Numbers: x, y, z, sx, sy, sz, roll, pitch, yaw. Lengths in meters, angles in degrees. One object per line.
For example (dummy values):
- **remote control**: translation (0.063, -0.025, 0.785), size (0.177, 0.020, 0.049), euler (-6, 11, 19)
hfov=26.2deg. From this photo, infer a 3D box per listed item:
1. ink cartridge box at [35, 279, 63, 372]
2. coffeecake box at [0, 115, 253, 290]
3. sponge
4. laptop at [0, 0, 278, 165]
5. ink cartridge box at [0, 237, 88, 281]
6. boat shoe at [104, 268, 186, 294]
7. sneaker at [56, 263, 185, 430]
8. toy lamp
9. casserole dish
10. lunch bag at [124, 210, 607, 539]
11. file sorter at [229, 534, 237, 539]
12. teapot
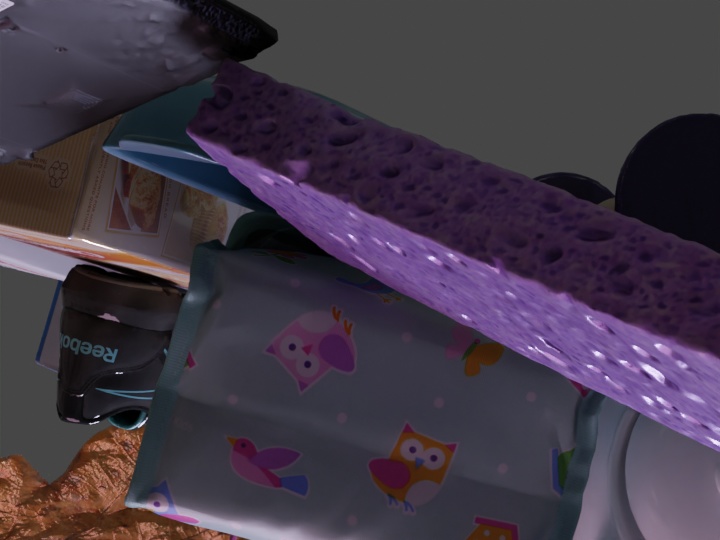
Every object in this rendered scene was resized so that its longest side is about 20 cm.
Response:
- **ink cartridge box**: translation (-0.118, 0.036, 1.210), size (0.144, 0.148, 0.200), euler (11, 174, 39)
- **coffeecake box**: translation (-0.121, -0.038, 0.781), size (0.153, 0.073, 0.200), euler (11, 174, 36)
- **sponge**: translation (0.047, 0.001, 0.456), size (0.200, 0.030, 0.112), euler (25, 170, 37)
- **laptop**: translation (-0.159, -0.107, 0.474), size (0.199, 0.104, 0.177), euler (-19, 158, 31)
- **ink cartridge box**: translation (-0.255, -0.058, 0.915), size (0.199, 0.084, 0.145), euler (14, 175, 23)
- **boat shoe**: translation (-0.118, 0.045, 0.982), size (0.068, 0.074, 0.200), euler (34, 163, 46)
- **sneaker**: translation (-0.115, 0.047, 0.846), size (0.075, 0.080, 0.200), euler (13, 177, 19)
- **toy lamp**: translation (0.084, -0.014, 0.533), size (0.058, 0.059, 0.200), euler (15, 173, -6)
- **casserole dish**: translation (-0.013, -0.040, 0.637), size (0.121, 0.039, 0.200), euler (11, 175, 40)
- **lunch bag**: translation (0.005, 0.052, 0.643), size (0.170, 0.123, 0.200), euler (16, -177, -1)
- **file sorter**: translation (0.014, 0.186, 1.009), size (0.138, 0.126, 0.200), euler (14, -177, -29)
- **teapot**: translation (0.169, 0.093, 0.675), size (0.197, 0.201, 0.146), euler (14, 179, 20)
